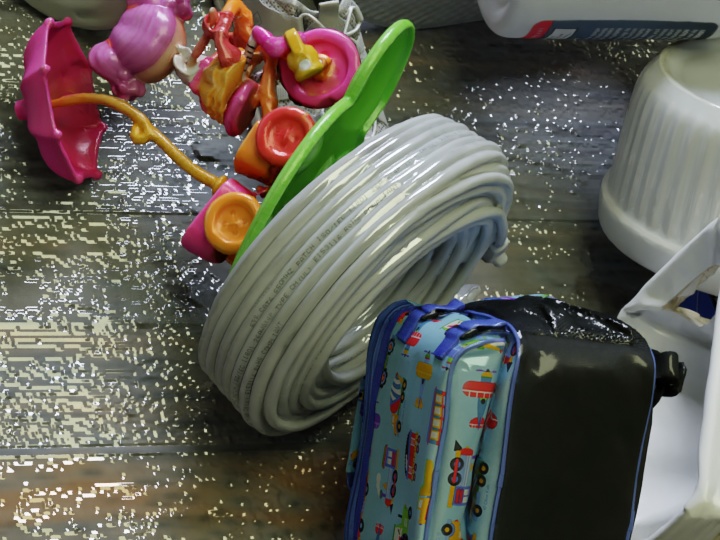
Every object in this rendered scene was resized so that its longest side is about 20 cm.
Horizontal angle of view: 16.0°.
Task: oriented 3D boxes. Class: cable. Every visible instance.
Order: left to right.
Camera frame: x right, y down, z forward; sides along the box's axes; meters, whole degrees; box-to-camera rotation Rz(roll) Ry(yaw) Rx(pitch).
[{"bbox_3d":[0.000,0.000,1.374,0.200,0.200,0.069,-40,74,-23],"label":"cable"}]

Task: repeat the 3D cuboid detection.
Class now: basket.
[{"bbox_3d":[0.210,0.092,1.392,0.123,0.136,0.200,23,53,-14],"label":"basket"}]

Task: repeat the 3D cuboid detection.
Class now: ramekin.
[{"bbox_3d":[0.246,-0.066,1.523,0.200,0.105,0.200,6,24,-3],"label":"ramekin"}]

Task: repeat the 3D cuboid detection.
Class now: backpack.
[{"bbox_3d":[0.061,0.094,1.334,0.134,0.200,0.183,7,98,-21],"label":"backpack"}]

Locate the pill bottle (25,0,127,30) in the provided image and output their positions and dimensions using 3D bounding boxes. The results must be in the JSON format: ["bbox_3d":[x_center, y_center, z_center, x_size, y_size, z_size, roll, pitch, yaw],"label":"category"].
[{"bbox_3d":[-0.131,-0.245,1.525,0.111,0.111,0.200,33,53,-2],"label":"pill bottle"}]

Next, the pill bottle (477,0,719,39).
[{"bbox_3d":[0.176,-0.196,1.520,0.200,0.120,0.120,0,60,-14],"label":"pill bottle"}]

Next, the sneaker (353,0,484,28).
[{"bbox_3d":[0.055,-0.214,1.608,0.200,0.075,0.105,-6,67,-35],"label":"sneaker"}]

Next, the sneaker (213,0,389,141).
[{"bbox_3d":[-0.029,-0.123,1.511,0.075,0.082,0.200,-17,68,-31],"label":"sneaker"}]

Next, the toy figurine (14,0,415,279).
[{"bbox_3d":[-0.097,-0.095,1.426,0.184,0.150,0.200,30,86,10],"label":"toy figurine"}]

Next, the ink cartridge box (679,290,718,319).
[{"bbox_3d":[0.297,0.041,1.574,0.200,0.044,0.094,-6,65,-27],"label":"ink cartridge box"}]
